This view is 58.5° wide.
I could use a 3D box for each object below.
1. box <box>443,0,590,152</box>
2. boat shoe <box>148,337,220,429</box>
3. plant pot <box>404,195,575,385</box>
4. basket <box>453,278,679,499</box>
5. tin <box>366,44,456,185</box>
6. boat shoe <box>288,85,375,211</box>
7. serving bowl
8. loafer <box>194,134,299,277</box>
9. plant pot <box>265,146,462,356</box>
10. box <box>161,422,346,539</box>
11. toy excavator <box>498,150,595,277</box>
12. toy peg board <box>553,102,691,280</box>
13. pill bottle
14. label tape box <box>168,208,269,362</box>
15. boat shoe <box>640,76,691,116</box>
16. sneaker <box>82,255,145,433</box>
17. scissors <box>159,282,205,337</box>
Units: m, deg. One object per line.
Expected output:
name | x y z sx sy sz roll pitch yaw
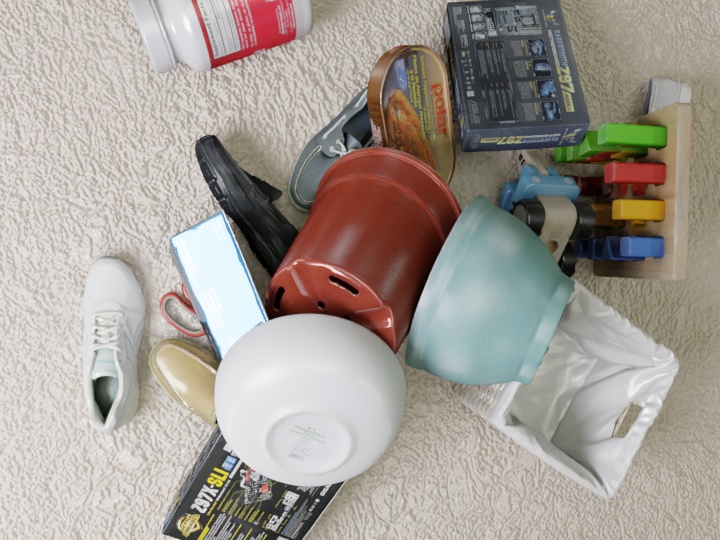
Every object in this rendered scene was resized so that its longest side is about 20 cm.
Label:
box | 0.194 -0.253 0.822 0.152 0.051 0.206 -5 68 -2
boat shoe | -0.172 0.156 0.775 0.199 0.076 0.072 40 82 -11
plant pot | 0.149 0.040 0.698 0.131 0.200 0.205 25 84 17
basket | 0.260 0.144 0.836 0.197 0.161 0.201 33 83 -11
tin | 0.066 -0.177 0.808 0.110 0.042 0.205 -25 121 -24
boat shoe | -0.021 -0.162 0.814 0.073 0.062 0.201 41 81 -10
serving bowl | -0.049 0.144 0.625 0.193 0.067 0.205 0 124 -1
loafer | -0.129 -0.082 0.790 0.070 0.068 0.203 -38 104 -18
plant pot | 0.000 0.000 0.710 0.201 0.200 0.196 45 40 -10
box | -0.121 0.256 0.753 0.157 0.050 0.203 27 113 -14
toy excavator | 0.230 -0.118 0.864 0.097 0.203 0.198 0 132 -14
toy peg board | 0.323 -0.094 0.833 0.094 0.200 0.206 2 91 -5
pill bottle | -0.162 -0.304 0.753 0.195 0.112 0.115 -23 96 -12
label tape box | -0.155 0.022 0.702 0.065 0.200 0.147 -24 95 -15
boat shoe | 0.410 -0.179 0.920 0.067 0.072 0.206 19 93 9
sneaker | -0.287 0.086 0.745 0.068 0.080 0.207 -3 90 -11
scissors | -0.160 0.082 0.811 0.199 0.014 0.074 40 79 -12
